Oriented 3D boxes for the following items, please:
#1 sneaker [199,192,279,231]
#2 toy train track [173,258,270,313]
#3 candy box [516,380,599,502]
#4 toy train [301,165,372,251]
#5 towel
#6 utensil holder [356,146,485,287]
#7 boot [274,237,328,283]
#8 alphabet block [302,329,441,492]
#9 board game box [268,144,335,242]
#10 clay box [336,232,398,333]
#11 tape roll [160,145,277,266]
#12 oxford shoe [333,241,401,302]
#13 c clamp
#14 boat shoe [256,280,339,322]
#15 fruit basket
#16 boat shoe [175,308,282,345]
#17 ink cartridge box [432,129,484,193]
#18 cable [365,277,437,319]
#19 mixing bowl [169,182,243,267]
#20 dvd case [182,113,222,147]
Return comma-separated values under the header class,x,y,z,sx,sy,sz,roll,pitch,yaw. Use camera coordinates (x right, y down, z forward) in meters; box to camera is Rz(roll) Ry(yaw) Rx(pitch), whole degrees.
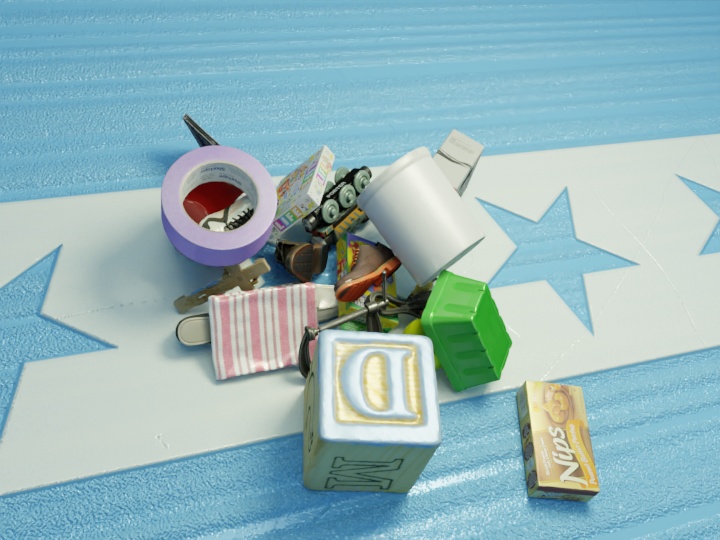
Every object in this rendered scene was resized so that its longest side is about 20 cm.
class,x,y,z,sx,sy,sz,roll,pitch,yaw
sneaker,-0.223,-0.091,1.392,0.074,0.079,0.201,56,48,-20
toy train track,-0.250,0.023,1.385,0.197,0.116,0.033,-24,27,16
candy box,0.351,0.304,1.378,0.113,0.056,0.203,7,54,-8
toy train,-0.037,-0.126,1.558,0.084,0.115,0.200,14,47,40
towel,-0.167,0.106,1.359,0.196,0.030,0.150,-7,95,-19
utensil holder,0.113,-0.096,1.431,0.169,0.170,0.202,-31,82,-30
boot,-0.131,-0.020,1.436,0.095,0.200,0.077,6,94,13
alphabet block,0.011,0.234,1.257,0.192,0.202,0.199,6,53,-9
board game box,-0.122,-0.154,1.515,0.034,0.133,0.202,45,29,-21
clay box,0.013,0.034,1.473,0.113,0.048,0.203,19,48,-28
tape roll,-0.245,-0.113,1.328,0.195,0.066,0.204,6,64,-11
oxford shoe,0.000,0.000,1.408,0.073,0.071,0.199,49,32,9
c clamp,-0.030,0.107,1.366,0.197,0.174,0.027,-26,38,-19
boat shoe,-0.110,0.053,1.437,0.196,0.070,0.072,-7,53,-20
fruit basket,0.153,0.119,1.407,0.212,0.217,0.157,25,53,6
boat shoe,-0.234,0.101,1.382,0.195,0.057,0.069,-1,94,-19
ink cartridge box,0.171,-0.177,1.623,0.083,0.145,0.201,29,54,8
cable,0.091,0.072,1.466,0.197,0.050,0.099,-11,83,-34
mixing bowl,-0.296,-0.095,1.451,0.198,0.107,0.205,16,67,-42
dvd case,-0.270,-0.219,1.549,0.016,0.149,0.200,-44,72,-10
